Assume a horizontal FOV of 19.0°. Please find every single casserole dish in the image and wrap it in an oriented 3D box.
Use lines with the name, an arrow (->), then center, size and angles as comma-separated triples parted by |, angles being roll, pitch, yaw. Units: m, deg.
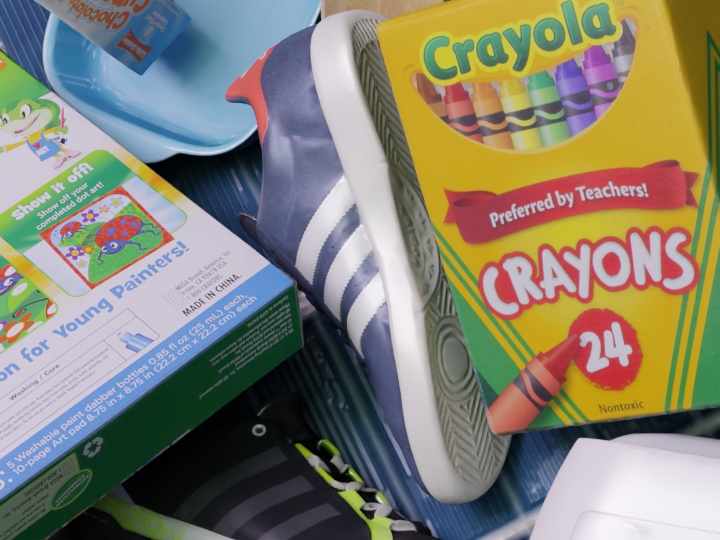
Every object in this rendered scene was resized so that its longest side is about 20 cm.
casserole dish -> -0.058, -0.138, 0.938 | 0.121, 0.039, 0.200 | 23, 88, 22

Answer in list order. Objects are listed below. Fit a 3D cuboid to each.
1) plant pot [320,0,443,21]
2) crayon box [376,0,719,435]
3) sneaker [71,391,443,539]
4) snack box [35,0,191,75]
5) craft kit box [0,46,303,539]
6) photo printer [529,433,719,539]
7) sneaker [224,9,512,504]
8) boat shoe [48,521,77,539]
plant pot -> 0.073, -0.093, 0.847 | 0.200, 0.027, 0.200 | 13, 113, 33
crayon box -> 0.084, -0.044, 0.805 | 0.127, 0.051, 0.200 | -12, 97, 39
sneaker -> -0.029, 0.090, 0.865 | 0.200, 0.072, 0.083 | 10, 82, 21
snack box -> -0.152, -0.151, 0.846 | 0.116, 0.200, 0.037 | 43, 93, 22
craft kit box -> -0.160, 0.020, 0.830 | 0.200, 0.049, 0.198 | -36, 57, -23
photo printer -> 0.151, 0.149, 0.790 | 0.200, 0.069, 0.166 | 7, 83, 21
sneaker -> 0.000, 0.000, 0.871 | 0.084, 0.075, 0.200 | -16, 87, 34
boat shoe -> -0.169, 0.178, 0.897 | 0.071, 0.070, 0.201 | 13, 87, 17
